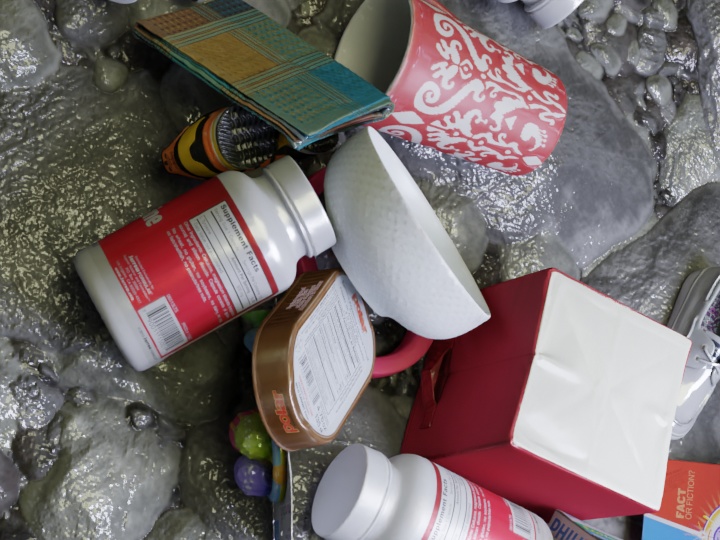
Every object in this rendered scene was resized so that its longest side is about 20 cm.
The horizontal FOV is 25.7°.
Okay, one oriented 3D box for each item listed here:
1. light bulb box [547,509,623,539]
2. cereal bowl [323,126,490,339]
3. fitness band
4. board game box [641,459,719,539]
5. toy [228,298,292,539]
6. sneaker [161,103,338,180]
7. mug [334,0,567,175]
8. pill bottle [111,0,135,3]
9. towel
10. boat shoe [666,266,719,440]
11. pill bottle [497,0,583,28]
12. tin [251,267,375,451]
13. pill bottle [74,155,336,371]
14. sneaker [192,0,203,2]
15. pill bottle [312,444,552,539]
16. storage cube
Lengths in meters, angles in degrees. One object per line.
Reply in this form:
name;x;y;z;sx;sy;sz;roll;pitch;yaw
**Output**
light bulb box;0.231;0.355;1.422;0.197;0.125;0.201;27;91;-23
cereal bowl;0.028;-0.021;1.372;0.083;0.200;0.201;-34;98;8
fitness band;0.000;0.000;1.460;0.143;0.037;0.202;-14;87;-35
board game box;0.375;0.271;1.544;0.198;0.040;0.154;4;72;12
toy;-0.087;0.132;1.338;0.047;0.115;0.202;1;79;-9
sneaker;-0.099;-0.123;1.410;0.200;0.089;0.071;-24;100;-58
mug;0.092;-0.192;1.502;0.199;0.133;0.179;19;70;-30
pill bottle;-0.177;-0.334;1.384;0.112;0.112;0.201;39;62;-17
towel;-0.082;-0.175;1.374;0.199;0.022;0.146;35;34;22
boat shoe;0.354;0.082;1.627;0.072;0.068;0.201;39;62;-17
pill bottle;0.145;-0.341;1.577;0.200;0.112;0.112;45;61;-14
tin;-0.035;0.072;1.317;0.200;0.042;0.113;-55;135;-60
pill bottle;-0.126;-0.011;1.302;0.199;0.112;0.113;-29;94;-8
sneaker;-0.085;-0.298;1.452;0.087;0.074;0.200;46;55;-6
pill bottle;0.062;0.232;1.386;0.199;0.112;0.113;29;66;-22
storage cube;0.168;0.121;1.444;0.199;0.179;0.172;27;67;-24
